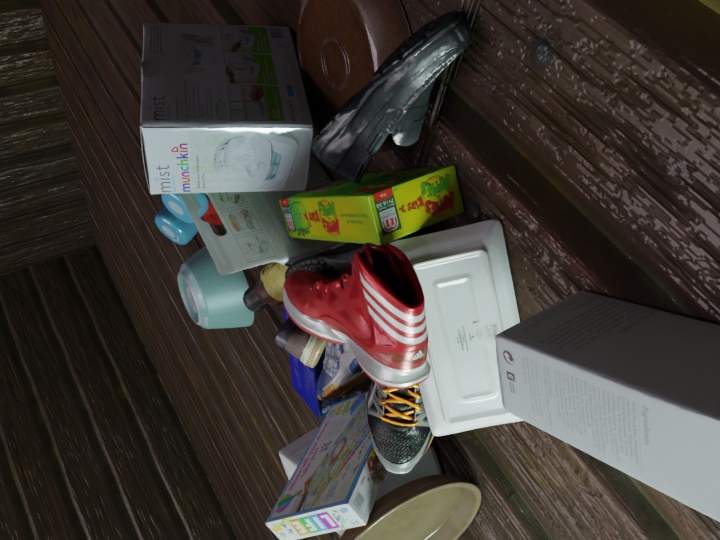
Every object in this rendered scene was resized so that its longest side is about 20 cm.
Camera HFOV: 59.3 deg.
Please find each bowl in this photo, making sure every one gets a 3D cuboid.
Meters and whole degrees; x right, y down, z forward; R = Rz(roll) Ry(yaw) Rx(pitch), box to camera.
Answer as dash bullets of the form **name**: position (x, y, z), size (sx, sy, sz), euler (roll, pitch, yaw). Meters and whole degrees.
- **bowl**: position (-0.313, 0.041, 1.323), size (0.201, 0.104, 0.202), euler (41, 141, 43)

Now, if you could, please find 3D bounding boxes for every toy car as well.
- **toy car**: position (-0.160, -0.091, 0.927), size (0.200, 0.185, 0.177), euler (39, 153, -8)

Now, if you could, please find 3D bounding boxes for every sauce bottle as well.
- **sauce bottle**: position (-0.116, 0.014, 0.934), size (0.199, 0.066, 0.066), euler (-30, 83, 47)

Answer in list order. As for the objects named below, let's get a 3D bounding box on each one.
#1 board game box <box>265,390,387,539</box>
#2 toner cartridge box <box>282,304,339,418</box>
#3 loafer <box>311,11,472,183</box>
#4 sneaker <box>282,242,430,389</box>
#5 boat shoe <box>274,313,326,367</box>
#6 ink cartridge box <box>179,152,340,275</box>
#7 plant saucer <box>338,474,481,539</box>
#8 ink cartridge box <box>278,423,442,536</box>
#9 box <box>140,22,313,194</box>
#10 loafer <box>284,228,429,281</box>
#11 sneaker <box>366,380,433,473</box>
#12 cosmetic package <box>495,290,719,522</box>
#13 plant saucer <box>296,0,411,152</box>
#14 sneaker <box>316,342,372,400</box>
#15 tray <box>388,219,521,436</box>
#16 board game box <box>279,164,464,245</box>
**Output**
- **board game box**: position (-0.017, 0.224, 0.764), size (0.134, 0.200, 0.034), euler (-28, 107, 35)
- **toner cartridge box**: position (-0.079, 0.133, 1.025), size (0.095, 0.043, 0.201), euler (39, 141, 44)
- **loafer**: position (0.033, -0.149, 0.571), size (0.070, 0.068, 0.200), euler (41, 136, -13)
- **sneaker**: position (-0.004, 0.013, 0.593), size (0.199, 0.078, 0.117), euler (28, 126, 40)
- **boat shoe**: position (-0.061, 0.051, 0.801), size (0.064, 0.200, 0.072), euler (28, 113, -4)
- **ink cartridge box**: position (-0.114, -0.072, 0.765), size (0.163, 0.199, 0.057), euler (58, 147, 19)
- **plant saucer**: position (0.052, 0.304, 0.737), size (0.030, 0.198, 0.201), euler (54, 151, 41)
- **ink cartridge box**: position (-0.002, 0.272, 0.866), size (0.199, 0.146, 0.083), euler (5, 118, 60)
- **box**: position (-0.156, -0.190, 0.719), size (0.097, 0.175, 0.201), euler (102, 159, -49)
- **loafer**: position (0.000, 0.000, 0.696), size (0.199, 0.071, 0.074), euler (-15, 103, 38)
- **sneaker**: position (0.045, 0.109, 0.650), size (0.077, 0.077, 0.202), euler (9, -93, -82)
- **cosmetic package**: position (0.195, 0.080, 0.416), size (0.200, 0.101, 0.075), euler (22, 129, 57)
- **plant saucer**: position (-0.015, -0.219, 0.660), size (0.200, 0.034, 0.202), euler (41, 141, 43)
- **sneaker**: position (-0.016, 0.113, 0.877), size (0.200, 0.075, 0.089), euler (-54, 54, 49)
- **tray**: position (0.097, 0.061, 0.586), size (0.022, 0.106, 0.202), euler (-75, -28, -74)
- **board game box**: position (0.004, -0.068, 0.659), size (0.199, 0.101, 0.048), euler (9, 118, 60)
